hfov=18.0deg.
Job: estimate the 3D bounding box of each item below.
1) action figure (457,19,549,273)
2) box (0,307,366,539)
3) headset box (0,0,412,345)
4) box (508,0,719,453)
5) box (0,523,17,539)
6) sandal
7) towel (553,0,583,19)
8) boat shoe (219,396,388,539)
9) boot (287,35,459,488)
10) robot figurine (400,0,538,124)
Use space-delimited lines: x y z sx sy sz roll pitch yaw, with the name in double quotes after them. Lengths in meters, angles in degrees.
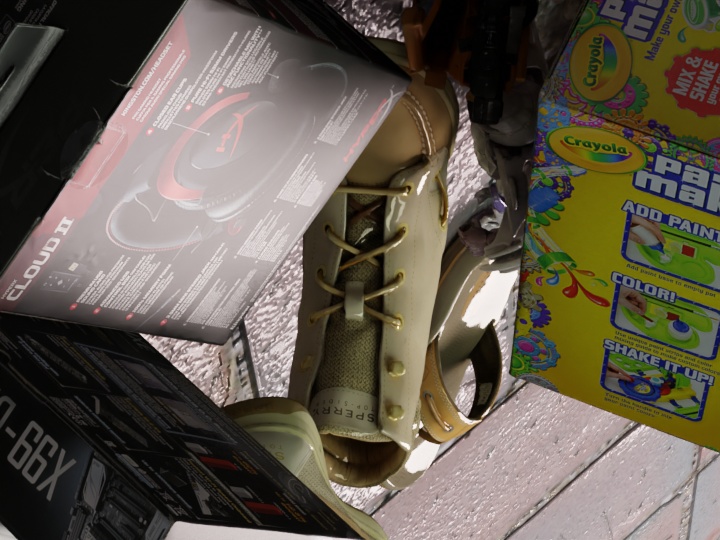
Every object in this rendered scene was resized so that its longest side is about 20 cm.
0.075 -0.061 1.113 0.200 0.069 0.131 36 56 -77 "action figure"
-0.110 0.059 0.891 0.050 0.200 0.157 -54 154 8 "box"
-0.087 -0.056 0.907 0.149 0.075 0.200 -54 154 13 "headset box"
0.156 -0.064 0.966 0.193 0.121 0.201 89 24 -55 "box"
-0.252 0.123 0.840 0.200 0.131 0.199 -50 154 5 "box"
0.056 0.057 1.313 0.080 0.054 0.201 -16 140 -48 "sandal"
0.102 -0.213 0.950 0.201 0.034 0.133 94 0 -50 "towel"
-0.024 0.136 1.045 0.073 0.063 0.201 -14 140 3 "boat shoe"
0.000 0.000 1.045 0.200 0.072 0.157 86 12 -62 "boot"
0.052 -0.160 0.947 0.201 0.058 0.146 93 5 -48 "robot figurine"
